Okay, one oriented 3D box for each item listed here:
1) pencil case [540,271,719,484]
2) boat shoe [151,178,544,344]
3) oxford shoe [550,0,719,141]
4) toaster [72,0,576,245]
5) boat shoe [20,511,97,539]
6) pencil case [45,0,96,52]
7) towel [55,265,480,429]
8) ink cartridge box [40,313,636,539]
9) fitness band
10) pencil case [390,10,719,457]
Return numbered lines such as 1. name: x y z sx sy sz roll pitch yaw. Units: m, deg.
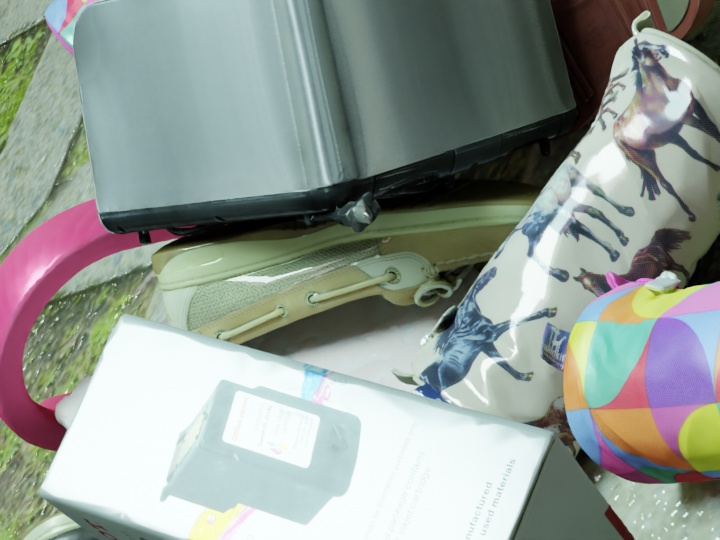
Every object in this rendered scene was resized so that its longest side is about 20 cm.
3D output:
1. pencil case: 0.161 0.035 0.805 0.199 0.088 0.089 -6 56 51
2. boat shoe: -0.001 0.001 1.019 0.199 0.064 0.073 -10 8 16
3. oxford shoe: 0.122 -0.116 1.048 0.074 0.071 0.200 -28 2 -34
4. toaster: -0.013 -0.090 1.008 0.199 0.180 0.120 -4 103 47
5. boat shoe: -0.139 0.191 1.071 0.201 0.073 0.065 103 152 -49
6. pencil case: -0.131 -0.225 1.476 0.200 0.088 0.088 -52 30 8
7. towel: -0.035 0.054 1.045 0.200 0.032 0.191 -39 36 -11
8. ink cartridge box: -0.003 0.103 0.845 0.199 0.146 0.083 13 70 31
9. fitness band: -0.109 0.023 1.124 0.037 0.199 0.145 42 132 37
10. pencil case: 0.099 -0.008 0.934 0.201 0.089 0.078 -56 -10 2
